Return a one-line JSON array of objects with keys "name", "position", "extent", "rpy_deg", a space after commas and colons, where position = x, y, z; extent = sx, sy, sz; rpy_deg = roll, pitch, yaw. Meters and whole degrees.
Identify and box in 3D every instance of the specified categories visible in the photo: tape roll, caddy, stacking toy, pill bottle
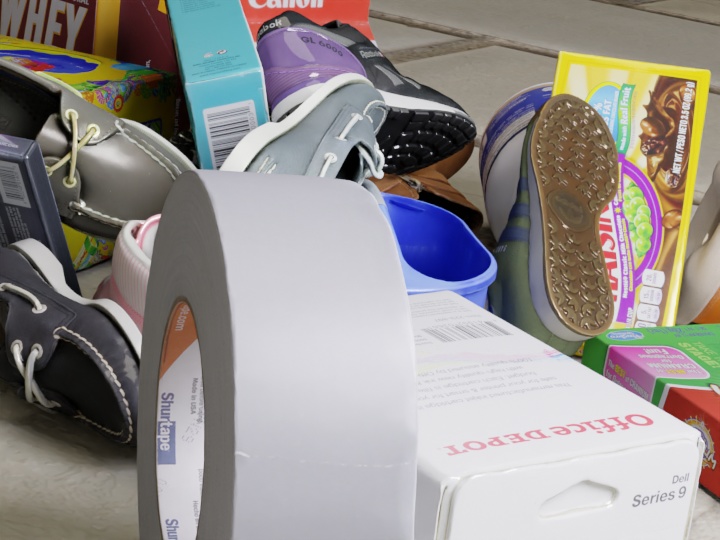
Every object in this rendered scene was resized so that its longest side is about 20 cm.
[{"name": "tape roll", "position": [-0.038, 0.063, 0.659], "extent": [0.066, 0.201, 0.200], "rpy_deg": [1, 18, -17]}, {"name": "caddy", "position": [0.000, 0.000, 1.026], "extent": [0.141, 0.106, 0.200], "rpy_deg": [3, 17, -13]}, {"name": "stacking toy", "position": [0.314, 0.007, 1.151], "extent": [0.199, 0.147, 0.146], "rpy_deg": [27, 19, 1]}, {"name": "pill bottle", "position": [0.147, -0.058, 1.242], "extent": [0.119, 0.120, 0.200], "rpy_deg": [6, 18, -1]}]

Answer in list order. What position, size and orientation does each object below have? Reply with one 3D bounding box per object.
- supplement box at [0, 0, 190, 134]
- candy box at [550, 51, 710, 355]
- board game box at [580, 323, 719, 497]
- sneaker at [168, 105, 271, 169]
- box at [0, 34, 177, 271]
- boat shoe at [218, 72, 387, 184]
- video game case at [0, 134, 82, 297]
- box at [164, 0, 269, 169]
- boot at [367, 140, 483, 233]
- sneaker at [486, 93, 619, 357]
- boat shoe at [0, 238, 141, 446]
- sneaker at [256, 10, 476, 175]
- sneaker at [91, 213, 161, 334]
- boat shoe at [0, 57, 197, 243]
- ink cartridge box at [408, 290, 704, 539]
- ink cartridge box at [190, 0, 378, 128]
[{"name": "supplement box", "position": [-0.175, -0.185, 1.395], "extent": [0.132, 0.198, 0.199], "rpy_deg": [22, 22, 41]}, {"name": "candy box", "position": [0.160, -0.041, 1.108], "extent": [0.102, 0.201, 0.026], "rpy_deg": [8, -20, 11]}, {"name": "board game box", "position": [0.236, 0.082, 0.962], "extent": [0.152, 0.041, 0.200], "rpy_deg": [-2, 19, -25]}, {"name": "sneaker", "position": [-0.097, -0.071, 1.230], "extent": [0.078, 0.090, 0.200], "rpy_deg": [27, 33, 9]}, {"name": "box", "position": [-0.258, -0.079, 1.160], "extent": [0.199, 0.123, 0.192], "rpy_deg": [14, 20, 23]}, {"name": "boat shoe", "position": [-0.022, -0.058, 0.995], "extent": [0.062, 0.073, 0.200], "rpy_deg": [34, 27, 8]}, {"name": "video game case", "position": [-0.264, -0.035, 1.008], "extent": [0.199, 0.143, 0.019], "rpy_deg": [12, 50, 16]}, {"name": "box", "position": [-0.092, -0.126, 1.130], "extent": [0.049, 0.083, 0.200], "rpy_deg": [-11, 29, -5]}, {"name": "boot", "position": [0.042, -0.066, 1.287], "extent": [0.199, 0.077, 0.155], "rpy_deg": [-12, 20, -35]}, {"name": "sneaker", "position": [0.105, -0.016, 1.053], "extent": [0.067, 0.090, 0.201], "rpy_deg": [27, 42, -19]}, {"name": "boat shoe", "position": [-0.163, 0.040, 0.901], "extent": [0.060, 0.074, 0.200], "rpy_deg": [-16, 34, -29]}, {"name": "sneaker", "position": [0.007, -0.126, 1.161], "extent": [0.076, 0.088, 0.200], "rpy_deg": [-30, -23, 28]}, {"name": "sneaker", "position": [-0.106, 0.009, 0.967], "extent": [0.075, 0.105, 0.200], "rpy_deg": [-1, 18, -15]}, {"name": "boat shoe", "position": [-0.179, -0.072, 0.987], "extent": [0.201, 0.072, 0.060], "rpy_deg": [28, -1, 5]}, {"name": "ink cartridge box", "position": [0.037, 0.085, 0.808], "extent": [0.145, 0.088, 0.200], "rpy_deg": [-6, 19, -33]}, {"name": "ink cartridge box", "position": [-0.049, -0.155, 1.341], "extent": [0.162, 0.201, 0.050], "rpy_deg": [-6, 21, -33]}]
